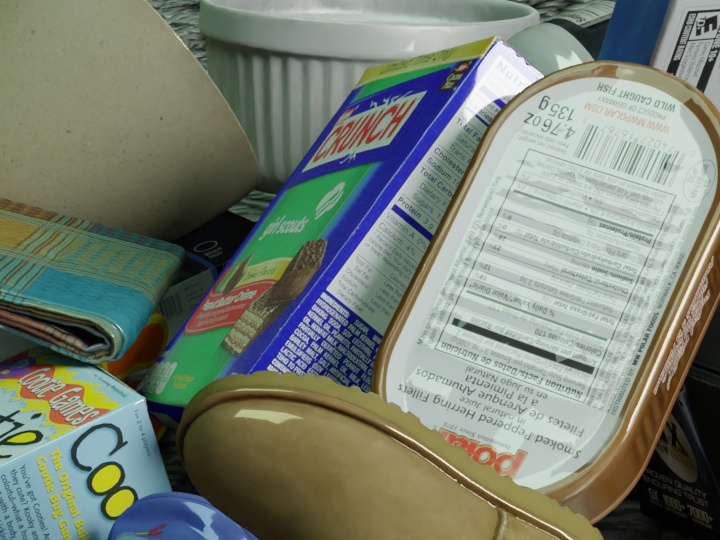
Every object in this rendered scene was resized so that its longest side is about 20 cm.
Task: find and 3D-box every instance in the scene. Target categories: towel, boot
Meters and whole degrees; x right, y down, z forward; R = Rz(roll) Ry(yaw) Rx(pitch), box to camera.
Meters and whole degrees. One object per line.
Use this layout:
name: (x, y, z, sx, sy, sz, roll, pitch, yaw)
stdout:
towel: (-0.164, -0.003, 1.006, 0.145, 0.022, 0.200, 16, 11, 0)
boot: (0.002, 0.133, 0.694, 0.174, 0.066, 0.201, 21, 37, -2)

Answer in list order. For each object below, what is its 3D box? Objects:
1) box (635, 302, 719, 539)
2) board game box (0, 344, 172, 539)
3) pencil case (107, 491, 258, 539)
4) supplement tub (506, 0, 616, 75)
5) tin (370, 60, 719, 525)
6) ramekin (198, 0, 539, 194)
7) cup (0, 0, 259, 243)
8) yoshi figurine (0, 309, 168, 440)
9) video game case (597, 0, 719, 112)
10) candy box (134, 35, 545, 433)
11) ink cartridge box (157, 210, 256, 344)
box: (0.228, 0.042, 0.854, 0.199, 0.087, 0.163, -27, 26, -26)
board game box: (-0.184, 0.125, 0.898, 0.199, 0.106, 0.103, -25, 24, -23)
pencil case: (-0.114, 0.165, 0.799, 0.086, 0.079, 0.200, -7, 23, 39)
supplement tub: (0.151, -0.074, 1.095, 0.199, 0.141, 0.140, -21, 24, -14)
tin: (0.077, 0.009, 0.826, 0.111, 0.042, 0.201, 17, 71, 26)
ramekin: (0.004, -0.104, 1.246, 0.198, 0.106, 0.200, 2, 14, 0)
cup: (-0.174, -0.073, 1.174, 0.143, 0.201, 0.200, -43, 30, -13)
yoshi figurine: (-0.199, 0.037, 1.064, 0.199, 0.112, 0.113, 19, 78, 27)
video game case: (0.186, -0.069, 0.945, 0.180, 0.201, 0.046, -6, 49, -19)
candy box: (0.000, 0.000, 0.945, 0.201, 0.077, 0.169, -53, 14, -13)
ink cartridge box: (-0.130, -0.009, 1.255, 0.099, 0.040, 0.199, -27, 25, -25)
